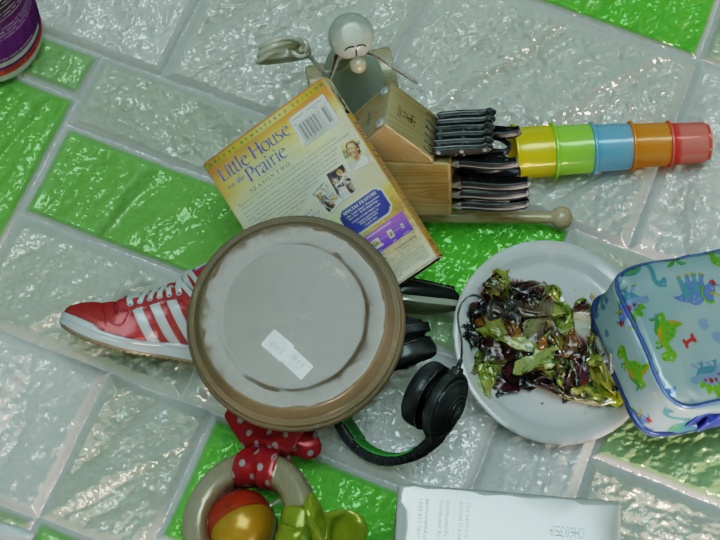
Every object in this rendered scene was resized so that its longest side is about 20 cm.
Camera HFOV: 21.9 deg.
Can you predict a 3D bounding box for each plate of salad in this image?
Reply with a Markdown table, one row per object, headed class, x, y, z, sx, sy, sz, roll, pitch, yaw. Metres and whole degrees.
| class | x | y | z | sx | sy | sz | roll | pitch | yaw |
| --- | --- | --- | --- | --- | --- | --- | --- | --- | --- |
| plate of salad | 0.185 | 0.064 | 1.747 | 0.199 | 0.048 | 0.201 | 4 | 72 | -11 |

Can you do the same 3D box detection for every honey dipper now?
| class | x | y | z | sx | sy | sz | roll | pitch | yaw |
| --- | --- | --- | --- | --- | --- | --- | --- | --- | --- |
| honey dipper | 0.108 | -0.052 | 1.819 | 0.199 | 0.038 | 0.038 | 1 | 66 | -1 |

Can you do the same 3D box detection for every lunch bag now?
| class | x | y | z | sx | sy | sz | roll | pitch | yaw |
| --- | --- | --- | --- | --- | --- | --- | --- | --- | --- |
| lunch bag | 0.320 | 0.068 | 1.719 | 0.199 | 0.083 | 0.161 | -10 | 64 | -27 |

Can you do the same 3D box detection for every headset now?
| class | x | y | z | sx | sy | sz | roll | pitch | yaw |
| --- | --- | --- | --- | --- | --- | --- | --- | --- | --- |
| headset | 0.060 | 0.092 | 1.711 | 0.200 | 0.094 | 0.124 | -44 | 71 | 24 |

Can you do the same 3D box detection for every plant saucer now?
| class | x | y | z | sx | sy | sz | roll | pitch | yaw |
| --- | --- | --- | --- | --- | --- | --- | --- | --- | --- |
| plant saucer | -0.059 | 0.044 | 1.668 | 0.199 | 0.029 | 0.201 | -1 | 75 | 3 |

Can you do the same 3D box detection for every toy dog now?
| class | x | y | z | sx | sy | sz | roll | pitch | yaw |
| --- | --- | --- | --- | --- | --- | --- | --- | --- | --- |
| toy dog | -0.007 | -0.178 | 1.806 | 0.131 | 0.200 | 0.097 | -19 | 81 | 18 |

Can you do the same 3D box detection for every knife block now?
| class | x | y | z | sx | sy | sz | roll | pitch | yaw |
| --- | --- | --- | --- | --- | --- | --- | --- | --- | --- |
| knife block | 0.059 | -0.089 | 1.791 | 0.175 | 0.200 | 0.064 | 36 | 39 | -23 |

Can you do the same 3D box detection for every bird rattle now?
| class | x | y | z | sx | sy | sz | roll | pitch | yaw |
| --- | --- | --- | --- | --- | --- | --- | --- | --- | --- |
| bird rattle | -0.091 | 0.210 | 1.674 | 0.163 | 0.113 | 0.201 | -33 | 67 | 4 |

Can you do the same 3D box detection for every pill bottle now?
| class | x | y | z | sx | sy | sz | roll | pitch | yaw |
| --- | --- | --- | --- | --- | --- | --- | --- | --- | --- |
| pill bottle | -0.380 | -0.276 | 1.823 | 0.112 | 0.200 | 0.113 | 0 | 67 | -1 |

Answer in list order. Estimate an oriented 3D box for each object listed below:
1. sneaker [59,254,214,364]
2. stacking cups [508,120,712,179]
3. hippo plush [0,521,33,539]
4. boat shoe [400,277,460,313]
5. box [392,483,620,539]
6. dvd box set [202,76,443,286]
| class | x | y | z | sx | sy | sz | roll | pitch | yaw |
| --- | --- | --- | --- | --- | --- | --- | --- | --- | --- |
| sneaker | -0.177 | 0.025 | 1.742 | 0.199 | 0.071 | 0.113 | 10 | 100 | -3 |
| stacking cups | 0.247 | -0.124 | 1.836 | 0.199 | 0.061 | 0.061 | -5 | 67 | -2 |
| hippo plush | -0.430 | 0.200 | 1.639 | 0.199 | 0.159 | 0.161 | -32 | 57 | 6 |
| boat shoe | 0.000 | 0.001 | 1.775 | 0.198 | 0.075 | 0.067 | 5 | 78 | 12 |
| box | 0.120 | 0.303 | 1.613 | 0.199 | 0.131 | 0.200 | 4 | 67 | 2 |
| dvd box set | -0.036 | -0.056 | 1.723 | 0.146 | 0.029 | 0.201 | -35 | 83 | 14 |
